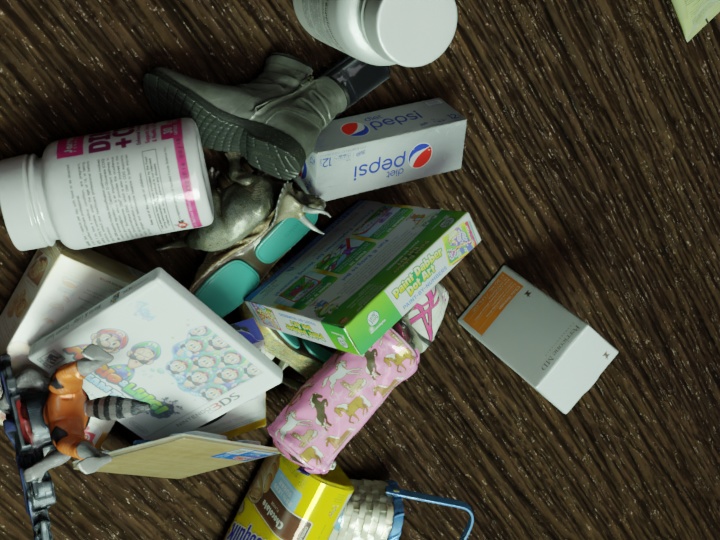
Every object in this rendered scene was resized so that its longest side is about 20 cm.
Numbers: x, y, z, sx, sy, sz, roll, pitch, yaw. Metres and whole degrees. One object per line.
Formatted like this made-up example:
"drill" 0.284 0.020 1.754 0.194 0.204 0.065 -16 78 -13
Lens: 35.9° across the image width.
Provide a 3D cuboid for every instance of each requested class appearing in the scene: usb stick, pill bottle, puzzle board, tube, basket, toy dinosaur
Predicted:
"usb stick" -0.052 -0.187 1.254 0.200 0.033 0.056 -37 131 -7
"pill bottle" -0.257 -0.084 1.133 0.199 0.113 0.114 -11 117 -4
"puzzle board" -0.204 0.209 1.263 0.150 0.017 0.200 -18 160 23
"pill bottle" 0.014 -0.274 1.148 0.114 0.200 0.115 -10 115 -22
"tube" 0.397 -0.381 1.380 0.058 0.052 0.200 -17 133 30
"basket" 0.032 0.358 1.453 0.199 0.139 0.177 19 104 -4
"toy dinosaur" -0.141 -0.065 1.205 0.199 0.103 0.077 -23 140 4

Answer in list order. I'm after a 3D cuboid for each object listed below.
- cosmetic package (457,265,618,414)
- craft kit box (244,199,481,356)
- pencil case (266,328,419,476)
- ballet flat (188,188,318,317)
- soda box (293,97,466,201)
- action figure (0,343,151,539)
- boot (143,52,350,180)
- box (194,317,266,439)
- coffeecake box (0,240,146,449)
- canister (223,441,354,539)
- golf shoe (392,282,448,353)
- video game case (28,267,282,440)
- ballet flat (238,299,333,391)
"cosmetic package" 0.218 0.083 1.398 0.071 0.200 0.102 39 91 -33
"craft kit box" 0.000 0.000 1.230 0.200 0.197 0.049 -42 117 -24
"pencil case" -0.017 0.148 1.309 0.200 0.083 0.087 -48 113 -17
"ballet flat" -0.132 -0.019 1.268 0.200 0.065 0.071 -41 134 -3
"soda box" 0.022 -0.139 1.273 0.199 0.063 0.068 -16 130 -25
"action figure" -0.293 0.172 1.119 0.104 0.193 0.201 -9 85 -36
"boot" -0.121 -0.188 1.196 0.199 0.068 0.131 27 57 2
"box" -0.170 0.130 1.284 0.119 0.042 0.200 -17 141 -19
"coffeecake box" -0.316 0.083 1.218 0.153 0.073 0.200 27 98 -34
"canister" -0.099 0.319 1.382 0.086 0.148 0.201 23 98 -31
"golf shoe" 0.066 0.027 1.364 0.092 0.073 0.200 -28 146 -27
"video game case" -0.213 0.099 1.172 0.182 0.024 0.200 -29 129 21
"ballet flat" -0.091 0.099 1.340 0.071 0.071 0.200 -50 124 1
